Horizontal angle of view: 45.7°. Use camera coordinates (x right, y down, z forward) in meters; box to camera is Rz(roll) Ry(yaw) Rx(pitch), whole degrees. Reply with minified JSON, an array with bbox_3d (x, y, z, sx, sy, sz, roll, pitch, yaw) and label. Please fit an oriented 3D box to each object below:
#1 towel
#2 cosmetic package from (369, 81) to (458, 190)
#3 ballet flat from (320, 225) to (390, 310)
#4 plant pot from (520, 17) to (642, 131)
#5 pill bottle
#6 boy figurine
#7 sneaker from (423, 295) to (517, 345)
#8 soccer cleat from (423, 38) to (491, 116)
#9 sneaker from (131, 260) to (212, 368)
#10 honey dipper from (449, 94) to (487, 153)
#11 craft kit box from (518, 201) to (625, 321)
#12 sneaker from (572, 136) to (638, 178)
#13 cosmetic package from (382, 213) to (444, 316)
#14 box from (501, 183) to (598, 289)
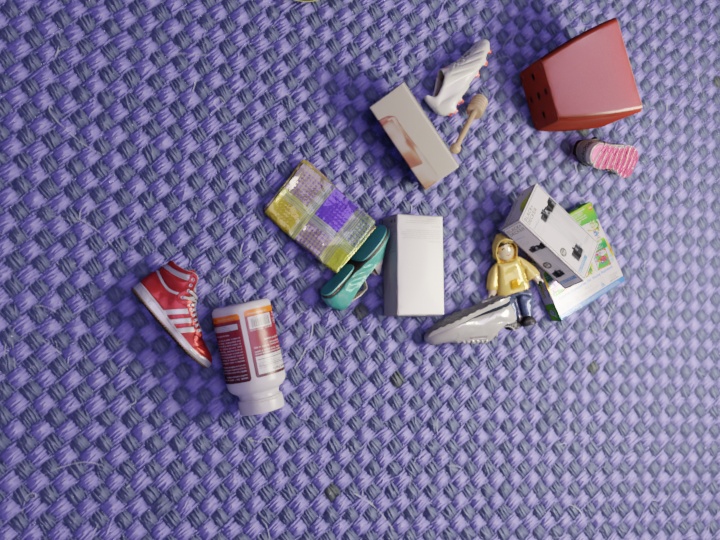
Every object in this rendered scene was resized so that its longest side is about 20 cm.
[{"bbox_3d":[-0.080,-0.107,1.680,0.200,0.023,0.144,42,72,-3],"label":"towel"},{"bbox_3d":[0.109,-0.273,1.727,0.087,0.103,0.201,-33,98,11],"label":"cosmetic package"},{"bbox_3d":[0.000,0.000,1.705,0.200,0.067,0.071,-50,127,-17],"label":"ballet flat"},{"bbox_3d":[0.461,-0.401,1.848,0.174,0.200,0.202,-17,92,-9],"label":"plant pot"},{"bbox_3d":[-0.203,0.160,1.580,0.112,0.113,0.203,-11,90,-21],"label":"pill bottle"},{"bbox_3d":[0.327,0.019,1.814,0.123,0.064,0.203,-10,94,2],"label":"boy figurine"},{"bbox_3d":[0.228,0.121,1.759,0.198,0.076,0.081,-21,101,-3],"label":"sneaker"},{"bbox_3d":[0.208,-0.420,1.809,0.077,0.069,0.201,34,78,-12],"label":"soccer cleat"},{"bbox_3d":[-0.313,0.075,1.565,0.112,0.071,0.201,-42,99,-15],"label":"sneaker"},{"bbox_3d":[0.222,-0.303,1.771,0.038,0.038,0.201,43,44,-13],"label":"honey dipper"},{"bbox_3d":[0.468,-0.020,1.892,0.198,0.048,0.200,-27,98,-21],"label":"craft kit box"},{"bbox_3d":[0.551,-0.261,1.927,0.198,0.087,0.075,3,112,-41],"label":"sneaker"},{"bbox_3d":[0.106,-0.008,1.727,0.106,0.085,0.203,3,86,-20],"label":"cosmetic package"},{"bbox_3d":[0.401,-0.071,1.801,0.200,0.060,0.117,41,56,-13],"label":"box"}]
